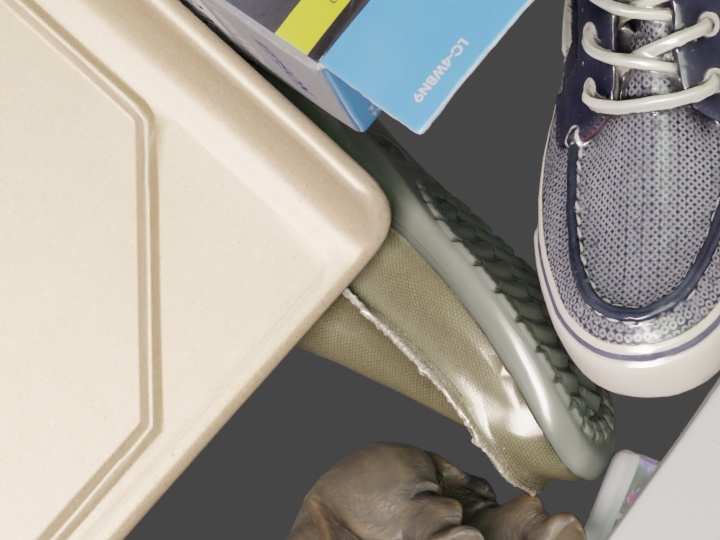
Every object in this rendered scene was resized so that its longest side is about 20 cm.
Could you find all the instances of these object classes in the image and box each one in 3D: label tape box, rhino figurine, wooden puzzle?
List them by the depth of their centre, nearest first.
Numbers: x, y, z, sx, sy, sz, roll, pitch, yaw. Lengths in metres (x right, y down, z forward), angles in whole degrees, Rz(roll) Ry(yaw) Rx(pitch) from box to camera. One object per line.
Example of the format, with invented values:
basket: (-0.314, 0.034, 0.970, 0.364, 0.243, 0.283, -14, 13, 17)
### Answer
label tape box: (0.011, -0.120, 0.845, 0.143, 0.066, 0.200, -50, 51, -5)
wooden puzzle: (-0.119, -0.004, 0.858, 0.185, 0.037, 0.200, 42, 93, 3)
rhino figurine: (-0.022, 0.135, 0.876, 0.060, 0.087, 0.200, 42, 83, -33)

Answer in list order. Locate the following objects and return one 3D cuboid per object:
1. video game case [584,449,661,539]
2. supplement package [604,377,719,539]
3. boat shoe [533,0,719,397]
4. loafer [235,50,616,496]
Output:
video game case: (0.124, 0.181, 0.895, 0.181, 0.023, 0.201, 23, 82, 3)
supplement package: (0.093, 0.137, 0.819, 0.114, 0.110, 0.200, 35, 73, 8)
boat shoe: (0.083, -0.068, 0.862, 0.074, 0.093, 0.201, -5, 52, 15)
loafer: (0.000, 0.000, 0.896, 0.070, 0.075, 0.200, -46, 65, 10)
